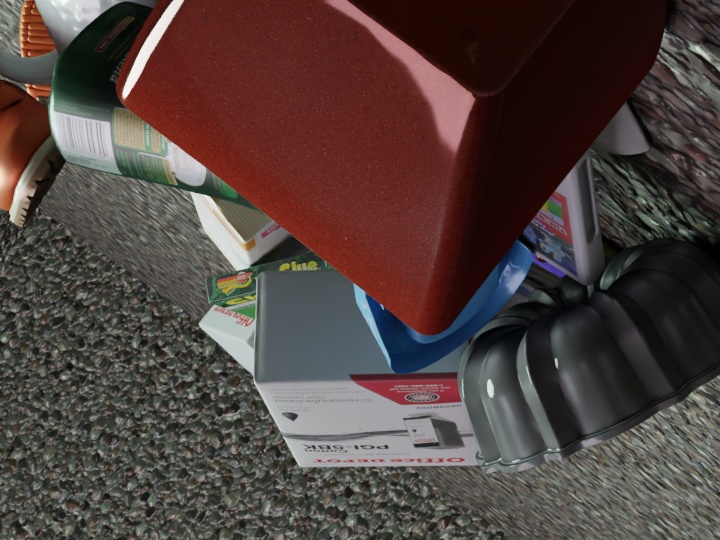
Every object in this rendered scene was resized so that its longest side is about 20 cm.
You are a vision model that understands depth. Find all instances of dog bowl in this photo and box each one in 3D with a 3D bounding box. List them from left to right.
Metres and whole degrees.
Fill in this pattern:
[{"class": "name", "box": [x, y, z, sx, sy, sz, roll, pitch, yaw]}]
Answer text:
[{"class": "dog bowl", "box": [0.044, -0.011, 1.288, 0.050, 0.111, 0.200, 49, 167, 21]}]

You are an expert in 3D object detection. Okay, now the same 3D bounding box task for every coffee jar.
[{"class": "coffee jar", "box": [-0.076, -0.089, 1.287, 0.199, 0.104, 0.086, 16, 132, 21]}]

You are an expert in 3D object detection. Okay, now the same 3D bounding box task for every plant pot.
[{"class": "plant pot", "box": [0.028, -0.126, 0.994, 0.200, 0.200, 0.176, 37, 160, 5]}]

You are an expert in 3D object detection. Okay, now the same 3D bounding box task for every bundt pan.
[{"class": "bundt pan", "box": [0.144, 0.044, 1.365, 0.076, 0.201, 0.202, 61, 168, -6]}]

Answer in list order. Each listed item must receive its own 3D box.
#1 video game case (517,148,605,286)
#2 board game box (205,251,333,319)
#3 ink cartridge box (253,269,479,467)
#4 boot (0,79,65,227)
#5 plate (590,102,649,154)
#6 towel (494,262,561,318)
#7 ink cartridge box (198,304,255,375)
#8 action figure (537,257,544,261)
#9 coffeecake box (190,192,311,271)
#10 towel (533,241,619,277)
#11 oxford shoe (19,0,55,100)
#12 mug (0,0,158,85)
[{"class": "video game case", "box": [0.055, -0.089, 1.286, 0.200, 0.023, 0.183, 33, 162, 24]}, {"class": "board game box", "box": [0.000, 0.000, 1.565, 0.105, 0.199, 0.024, 22, -124, -71]}, {"class": "ink cartridge box", "box": [0.013, 0.072, 1.532, 0.146, 0.083, 0.200, -2, 158, 8]}, {"class": "boot", "box": [-0.239, -0.089, 1.393, 0.107, 0.075, 0.200, 32, -179, -18]}, {"class": "plate", "box": [0.056, -0.145, 1.247, 0.199, 0.032, 0.200, 31, 169, 36]}, {"class": "towel", "box": [0.072, 0.035, 1.579, 0.199, 0.024, 0.147, -15, 152, 37]}, {"class": "ink cartridge box", "box": [-0.024, 0.001, 1.757, 0.085, 0.200, 0.144, 40, 171, -17]}, {"class": "action figure", "box": [0.091, -0.065, 1.428, 0.065, 0.052, 0.200, 39, 171, 28]}, {"class": "coffeecake box", "box": [-0.041, -0.073, 1.578, 0.073, 0.153, 0.200, 49, 173, 9]}, {"class": "towel", "box": [0.137, -0.019, 1.596, 0.200, 0.023, 0.144, 36, 172, 17]}, {"class": "oxford shoe", "box": [-0.200, -0.209, 1.537, 0.071, 0.201, 0.073, 7, -165, -14]}, {"class": "mug", "box": [-0.164, -0.186, 1.412, 0.148, 0.199, 0.176, -99, -13, -48]}]
